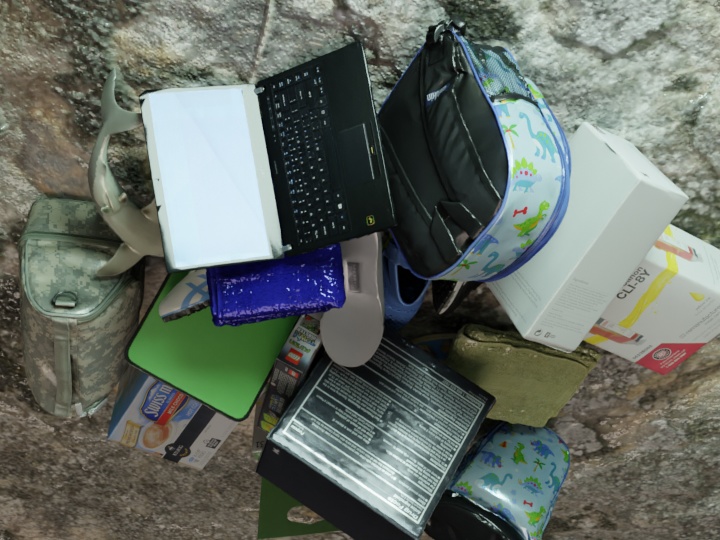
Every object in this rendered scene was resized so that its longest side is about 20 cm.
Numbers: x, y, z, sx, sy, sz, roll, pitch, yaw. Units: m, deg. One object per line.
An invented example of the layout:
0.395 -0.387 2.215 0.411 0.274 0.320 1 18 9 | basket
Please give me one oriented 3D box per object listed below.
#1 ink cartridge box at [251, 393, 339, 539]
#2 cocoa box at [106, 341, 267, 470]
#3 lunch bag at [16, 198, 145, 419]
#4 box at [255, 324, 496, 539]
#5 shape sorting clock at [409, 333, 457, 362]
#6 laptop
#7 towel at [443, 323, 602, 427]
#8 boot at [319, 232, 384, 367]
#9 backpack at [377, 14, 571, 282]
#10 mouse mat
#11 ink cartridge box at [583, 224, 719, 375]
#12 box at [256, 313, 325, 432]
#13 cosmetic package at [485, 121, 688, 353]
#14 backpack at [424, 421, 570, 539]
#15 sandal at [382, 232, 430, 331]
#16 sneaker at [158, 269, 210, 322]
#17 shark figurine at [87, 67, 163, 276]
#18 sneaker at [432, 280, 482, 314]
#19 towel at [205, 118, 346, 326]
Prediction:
-0.066 0.233 1.288 0.144 0.202 0.048 -9 138 12 | ink cartridge box
-0.207 0.124 1.227 0.130 0.134 0.200 21 133 -20 | cocoa box
-0.315 0.047 1.126 0.137 0.169 0.201 9 137 -7 | lunch bag
0.015 0.190 1.163 0.199 0.199 0.124 33 147 6 | box
0.110 0.146 1.308 0.197 0.040 0.201 1 136 1 | shape sorting clock
-0.087 -0.105 0.935 0.198 0.180 0.103 -14 173 31 | laptop
0.185 0.132 1.254 0.198 0.037 0.149 10 132 -20 | towel
0.000 0.000 1.097 0.073 0.096 0.202 9 122 6 | boot
0.107 -0.094 0.942 0.146 0.202 0.183 8 139 -36 | backpack
-0.149 0.048 1.122 0.160 0.202 0.008 32 171 -19 | mouse mat
0.308 0.019 1.136 0.198 0.084 0.145 23 133 -21 | ink cartridge box
-0.073 0.112 1.197 0.034 0.111 0.201 27 147 4 | box
0.220 -0.033 1.020 0.080 0.113 0.201 17 119 -34 | cosmetic package
0.195 0.290 1.345 0.162 0.200 0.155 33 124 16 | backpack
0.048 0.008 1.133 0.078 0.088 0.201 7 138 -9 | sandal
-0.139 -0.019 1.080 0.199 0.072 0.073 -39 93 -6 | sneaker
-0.247 -0.087 1.036 0.127 0.090 0.216 -29 133 -8 | shark figurine
0.143 -0.018 1.114 0.086 0.076 0.201 9 136 -15 | sneaker
-0.097 -0.051 1.011 0.146 0.203 0.050 -10 176 13 | towel
